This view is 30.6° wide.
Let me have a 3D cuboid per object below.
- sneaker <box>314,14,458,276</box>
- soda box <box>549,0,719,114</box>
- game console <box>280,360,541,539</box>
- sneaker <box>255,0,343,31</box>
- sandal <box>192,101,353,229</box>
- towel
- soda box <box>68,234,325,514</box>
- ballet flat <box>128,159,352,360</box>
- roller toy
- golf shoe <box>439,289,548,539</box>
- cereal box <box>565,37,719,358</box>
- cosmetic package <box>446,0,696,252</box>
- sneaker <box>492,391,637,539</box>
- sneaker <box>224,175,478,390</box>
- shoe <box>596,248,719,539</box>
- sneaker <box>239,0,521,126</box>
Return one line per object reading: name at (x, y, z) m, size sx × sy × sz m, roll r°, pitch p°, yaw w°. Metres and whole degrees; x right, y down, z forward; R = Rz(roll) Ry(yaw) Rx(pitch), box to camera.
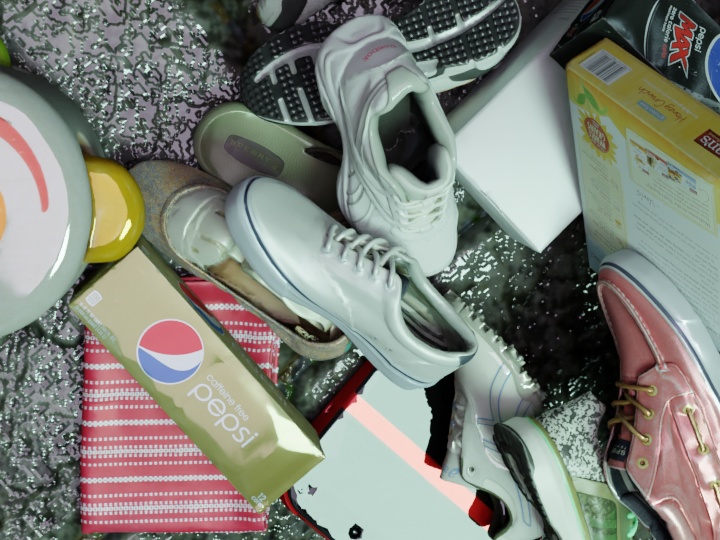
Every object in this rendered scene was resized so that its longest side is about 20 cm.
sneaker at (0.028, -0.060, 0.855) m, size 0.078 × 0.099 × 0.200 m, roll -28°, pitch 131°, yaw -7°
soda box at (0.225, -0.106, 0.863) m, size 0.200 × 0.071 × 0.063 m, roll 41°, pitch 65°, yaw -10°
game console at (0.054, 0.159, 1.008) m, size 0.200 × 0.031 × 0.177 m, roll 42°, pitch 86°, yaw -14°
sneaker at (0.023, -0.216, 0.908) m, size 0.200 × 0.076 × 0.088 m, roll -36°, pitch 103°, yaw 0°
sandal at (-0.026, -0.055, 0.939) m, size 0.200 × 0.057 × 0.080 m, roll 21°, pitch 97°, yaw -11°
towel at (-0.133, 0.099, 0.970) m, size 0.144 × 0.022 × 0.201 m, roll 2°, pitch 100°, yaw -8°
soda box at (-0.113, 0.072, 0.921) m, size 0.064 × 0.068 × 0.200 m, roll -41°, pitch 103°, yaw 1°
ballet flat at (-0.079, -0.011, 0.914) m, size 0.200 × 0.067 × 0.068 m, roll 36°, pitch 81°, yaw -10°
roller toy at (-0.259, -0.045, 0.860) m, size 0.200 × 0.140 × 0.182 m, roll 44°, pitch 93°, yaw -9°
golf shoe at (0.092, 0.114, 0.960) m, size 0.097 × 0.078 × 0.200 m, roll -31°, pitch 100°, yaw -1°
cereal box at (0.197, -0.035, 0.843) m, size 0.039 × 0.144 × 0.200 m, roll -34°, pitch 141°, yaw -13°
cosmetic package at (0.153, -0.122, 0.939) m, size 0.200 × 0.085 × 0.108 m, roll -43°, pitch 103°, yaw 2°
sneaker at (0.172, 0.168, 0.922) m, size 0.088 × 0.077 × 0.200 m, roll -32°, pitch 116°, yaw -5°
sneaker at (0.000, 0.000, 0.879) m, size 0.200 × 0.073 × 0.071 m, roll 40°, pitch 136°, yaw -22°
shoe at (0.192, 0.091, 0.864) m, size 0.091 × 0.071 × 0.201 m, roll -31°, pitch 91°, yaw -13°
sneaker at (0.015, -0.139, 0.920) m, size 0.199 × 0.080 × 0.074 m, roll -13°, pitch 80°, yaw 4°
